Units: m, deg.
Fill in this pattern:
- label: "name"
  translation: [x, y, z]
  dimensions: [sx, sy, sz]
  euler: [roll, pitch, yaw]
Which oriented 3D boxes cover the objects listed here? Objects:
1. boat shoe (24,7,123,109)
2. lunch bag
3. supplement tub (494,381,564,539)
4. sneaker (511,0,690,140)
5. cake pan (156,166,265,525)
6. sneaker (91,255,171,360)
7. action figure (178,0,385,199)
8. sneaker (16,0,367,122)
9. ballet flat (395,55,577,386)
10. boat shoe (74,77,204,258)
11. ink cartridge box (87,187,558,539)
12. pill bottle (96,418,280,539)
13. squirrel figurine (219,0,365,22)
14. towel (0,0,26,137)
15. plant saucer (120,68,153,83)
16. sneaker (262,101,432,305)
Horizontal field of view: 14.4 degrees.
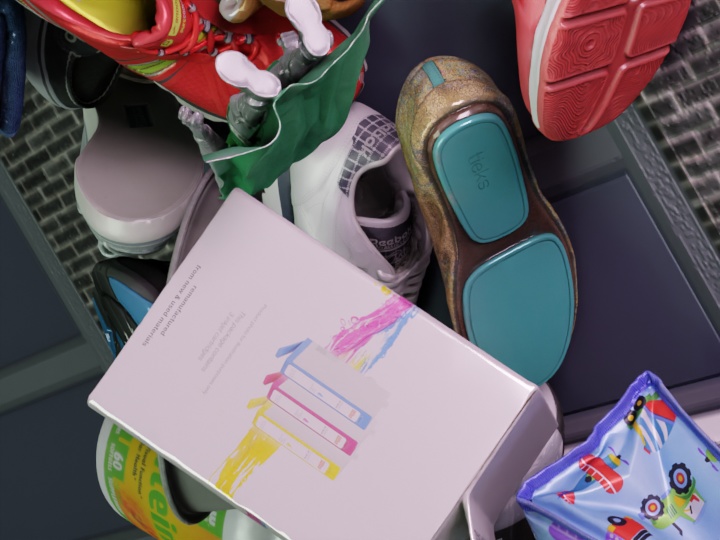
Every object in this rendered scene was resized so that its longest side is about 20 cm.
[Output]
- label: "boat shoe"
  translation: [-0.136, -0.147, 1.507]
  dimensions: [0.057, 0.069, 0.200]
  euler: [45, 147, 21]
- label: "lunch bag"
  translation: [0.184, 0.165, 1.310]
  dimensions: [0.200, 0.094, 0.151]
  euler: [36, 161, 37]
- label: "supplement tub"
  translation: [0.045, 0.142, 1.514]
  dimensions: [0.123, 0.122, 0.200]
  euler: [37, 145, 33]
- label: "sneaker"
  translation: [0.083, -0.162, 1.221]
  dimensions: [0.116, 0.078, 0.200]
  euler: [45, 138, 38]
- label: "cake pan"
  translation: [-0.066, 0.040, 1.545]
  dimensions: [0.037, 0.200, 0.200]
  euler: [6, 132, 12]
- label: "sneaker"
  translation: [-0.106, 0.017, 1.618]
  dimensions: [0.200, 0.082, 0.073]
  euler: [-173, 63, -81]
- label: "action figure"
  translation: [-0.042, -0.074, 1.339]
  dimensions: [0.055, 0.118, 0.200]
  euler: [49, 168, 6]
- label: "sneaker"
  translation: [-0.091, -0.118, 1.403]
  dimensions: [0.200, 0.077, 0.085]
  euler: [21, -173, -11]
- label: "ballet flat"
  translation: [0.060, -0.026, 1.382]
  dimensions: [0.071, 0.071, 0.200]
  euler: [32, 154, 38]
- label: "boat shoe"
  translation: [-0.122, -0.046, 1.571]
  dimensions: [0.201, 0.070, 0.072]
  euler: [-103, 12, -64]
- label: "ink cartridge box"
  translation: [-0.003, 0.075, 1.355]
  dimensions: [0.200, 0.125, 0.129]
  euler: [33, 176, 13]
- label: "pill bottle"
  translation: [-0.056, 0.131, 1.674]
  dimensions: [0.200, 0.111, 0.111]
  euler: [24, 138, 46]
- label: "squirrel figurine"
  translation: [-0.051, -0.213, 1.336]
  dimensions: [0.200, 0.141, 0.187]
  euler: [44, 162, 52]
- label: "towel"
  translation: [-0.212, -0.172, 1.536]
  dimensions: [0.112, 0.048, 0.200]
  euler: [104, 159, -45]
- label: "plant saucer"
  translation: [-0.146, -0.199, 1.571]
  dimensions: [0.200, 0.032, 0.200]
  euler: [38, 145, 33]
- label: "sneaker"
  translation: [0.000, 0.000, 1.503]
  dimensions: [0.080, 0.076, 0.200]
  euler: [21, 137, 35]
